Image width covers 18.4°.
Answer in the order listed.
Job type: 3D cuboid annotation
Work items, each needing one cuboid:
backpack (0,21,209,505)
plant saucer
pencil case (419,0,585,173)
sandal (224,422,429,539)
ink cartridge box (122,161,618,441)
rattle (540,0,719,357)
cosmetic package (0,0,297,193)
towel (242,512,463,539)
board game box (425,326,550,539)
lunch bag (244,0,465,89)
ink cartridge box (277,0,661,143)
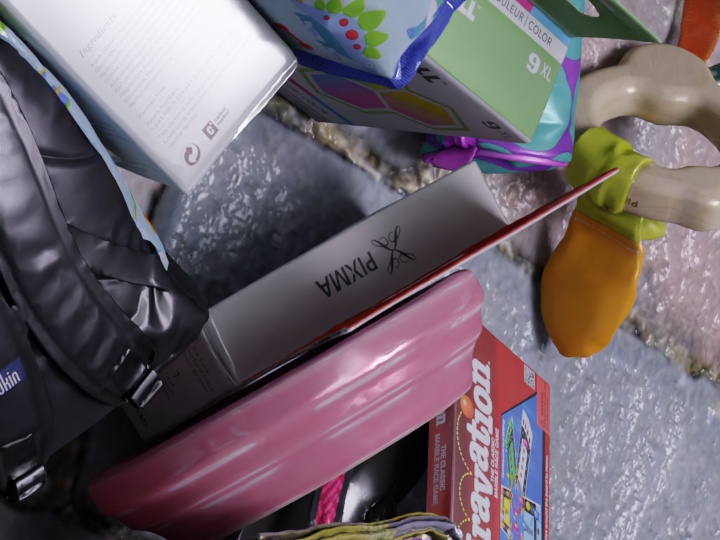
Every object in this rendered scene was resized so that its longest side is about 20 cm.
[{"bbox_3d":[-0.173,-0.022,0.873,0.163,0.154,0.201,-39,143,-13],"label":"backpack"},{"bbox_3d":[-0.026,0.068,1.000,0.200,0.200,0.051,-28,89,-41],"label":"plant saucer"},{"bbox_3d":[0.077,-0.152,1.162,0.092,0.084,0.202,-4,99,-62],"label":"pencil case"},{"bbox_3d":[-0.006,0.122,1.142,0.200,0.045,0.075,-48,128,-32],"label":"sandal"},{"bbox_3d":[0.000,0.000,1.037,0.199,0.173,0.044,-30,89,-41],"label":"ink cartridge box"},{"bbox_3d":[0.178,-0.061,1.301,0.201,0.129,0.144,-68,155,-53],"label":"rattle"},{"bbox_3d":[-0.132,-0.131,0.899,0.081,0.113,0.200,-50,128,-13],"label":"cosmetic package"},{"bbox_3d":[-0.066,0.133,0.973,0.143,0.199,0.023,-1,79,-46],"label":"towel"},{"bbox_3d":[0.069,0.128,1.186,0.103,0.019,0.202,39,43,-43],"label":"board game box"},{"bbox_3d":[-0.050,-0.186,0.933,0.128,0.199,0.170,-50,130,-19],"label":"lunch bag"},{"bbox_3d":[0.027,-0.110,1.027,0.104,0.199,0.060,34,73,-44],"label":"ink cartridge box"}]
